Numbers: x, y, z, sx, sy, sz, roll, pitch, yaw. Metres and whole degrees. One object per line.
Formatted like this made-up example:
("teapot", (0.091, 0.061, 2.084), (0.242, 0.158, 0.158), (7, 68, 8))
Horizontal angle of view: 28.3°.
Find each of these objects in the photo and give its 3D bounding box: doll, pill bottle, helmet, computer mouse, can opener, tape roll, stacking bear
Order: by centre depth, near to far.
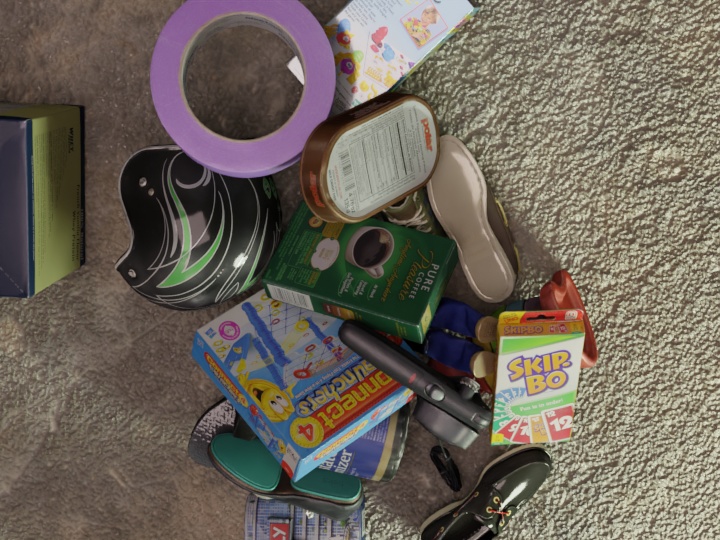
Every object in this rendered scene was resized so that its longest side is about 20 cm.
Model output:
("tape roll", (-0.125, -0.204, 1.537), (0.197, 0.066, 0.204), (0, 88, -2))
("can opener", (0.059, 0.118, 1.570), (0.199, 0.063, 0.079), (37, 89, -6))
("helmet", (-0.188, -0.051, 1.647), (0.197, 0.200, 0.194), (-4, 95, 9))
("doll", (0.076, 0.054, 1.654), (0.198, 0.048, 0.139), (19, 105, 42))
("stacking bear", (0.166, 0.096, 1.669), (0.198, 0.121, 0.115), (-25, 92, 21))
("computer mouse", (0.103, 0.194, 1.685), (0.034, 0.201, 0.058), (-37, 53, -20))
("pill bottle", (-0.047, 0.177, 1.692), (0.197, 0.112, 0.113), (13, 103, -7))

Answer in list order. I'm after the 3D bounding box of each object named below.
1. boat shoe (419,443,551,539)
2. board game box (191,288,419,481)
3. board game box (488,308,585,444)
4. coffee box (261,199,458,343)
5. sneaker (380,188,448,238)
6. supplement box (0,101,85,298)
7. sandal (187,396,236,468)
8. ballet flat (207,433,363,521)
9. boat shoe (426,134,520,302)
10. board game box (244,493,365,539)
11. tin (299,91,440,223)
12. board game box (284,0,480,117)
("boat shoe", (0.156, 0.289, 1.720), (0.201, 0.063, 0.074), (-42, 117, 14))
("board game box", (-0.057, 0.105, 1.632), (0.196, 0.199, 0.056), (47, 149, 18))
("board game box", (0.197, 0.121, 1.600), (0.094, 0.030, 0.202), (-3, 131, -2))
("coffee box", (0.000, 0.000, 1.615), (0.197, 0.044, 0.124), (14, 59, 18))
("sneaker", (0.049, -0.069, 1.656), (0.066, 0.090, 0.203), (-21, 98, 11))
("supplement box", (-0.414, -0.089, 1.662), (0.132, 0.200, 0.203), (4, 102, 7))
("sandal", (-0.134, 0.164, 1.761), (0.076, 0.043, 0.200), (41, 94, -9))
("ballet flat", (-0.094, 0.257, 1.726), (0.197, 0.073, 0.074), (17, 103, 2))
("boat shoe", (0.133, -0.064, 1.662), (0.071, 0.059, 0.202), (-20, 97, 25))
("board game box", (-0.094, 0.379, 1.765), (0.196, 0.062, 0.204), (-1, 89, 7))
("tin", (0.015, -0.122, 1.544), (0.042, 0.199, 0.114), (13, 122, 40))
("board game box", (0.028, -0.265, 1.612), (0.200, 0.103, 0.105), (-42, 91, 14))
